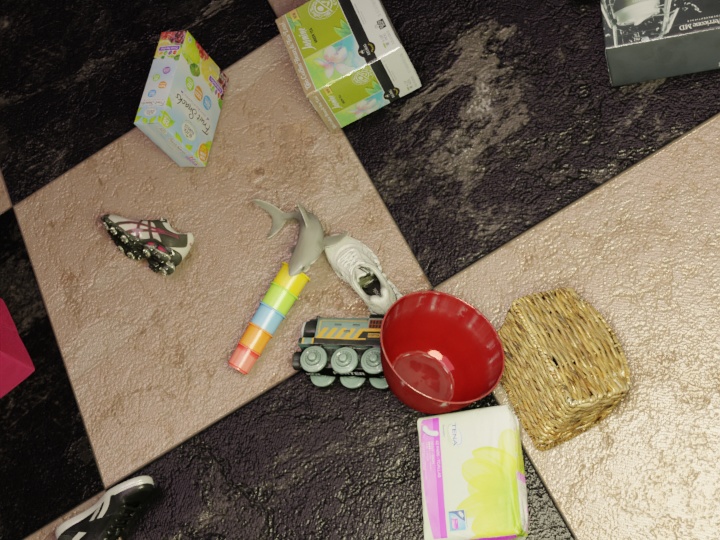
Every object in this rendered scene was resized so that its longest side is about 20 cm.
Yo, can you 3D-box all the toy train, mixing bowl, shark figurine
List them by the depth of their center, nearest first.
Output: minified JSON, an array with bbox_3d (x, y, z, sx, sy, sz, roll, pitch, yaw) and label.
[{"bbox_3d":[0.110,0.144,1.612,0.199,0.109,0.201,10,50,-12],"label":"mixing bowl"},{"bbox_3d":[-0.013,0.128,1.723,0.198,0.085,0.115,0,59,18],"label":"toy train"},{"bbox_3d":[-0.106,-0.087,1.826,0.128,0.090,0.215,-31,35,-4],"label":"shark figurine"}]

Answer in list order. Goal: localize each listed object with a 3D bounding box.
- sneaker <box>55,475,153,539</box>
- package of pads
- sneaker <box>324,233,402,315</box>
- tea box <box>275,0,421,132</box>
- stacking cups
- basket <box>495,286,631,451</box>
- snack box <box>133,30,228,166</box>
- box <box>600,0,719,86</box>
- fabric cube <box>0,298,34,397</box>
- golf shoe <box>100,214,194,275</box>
[{"bbox_3d":[-0.408,0.435,1.744,0.199,0.073,0.112,-35,62,12],"label":"sneaker"},{"bbox_3d":[0.170,0.309,1.576,0.153,0.068,0.201,-11,64,16],"label":"package of pads"},{"bbox_3d":[0.000,0.000,1.776,0.075,0.081,0.200,-42,58,0],"label":"sneaker"},{"bbox_3d":[-0.024,-0.400,1.936,0.196,0.134,0.201,-27,60,8],"label":"tea box"},{"bbox_3d":[-0.164,0.084,1.818,0.060,0.061,0.201,29,83,29],"label":"stacking cups"},{"bbox_3d":[0.306,0.145,1.603,0.142,0.149,0.201,-13,57,-23],"label":"basket"},{"bbox_3d":[-0.336,-0.323,2.000,0.067,0.169,0.201,3,69,25],"label":"snack box"},{"bbox_3d":[0.505,-0.435,1.759,0.198,0.124,0.198,-8,66,18],"label":"box"},{"bbox_3d":[-0.763,0.140,1.934,0.196,0.199,0.200,-38,59,2],"label":"fabric cube"},{"bbox_3d":[-0.400,-0.062,1.973,0.199,0.077,0.088,28,58,26],"label":"golf shoe"}]
